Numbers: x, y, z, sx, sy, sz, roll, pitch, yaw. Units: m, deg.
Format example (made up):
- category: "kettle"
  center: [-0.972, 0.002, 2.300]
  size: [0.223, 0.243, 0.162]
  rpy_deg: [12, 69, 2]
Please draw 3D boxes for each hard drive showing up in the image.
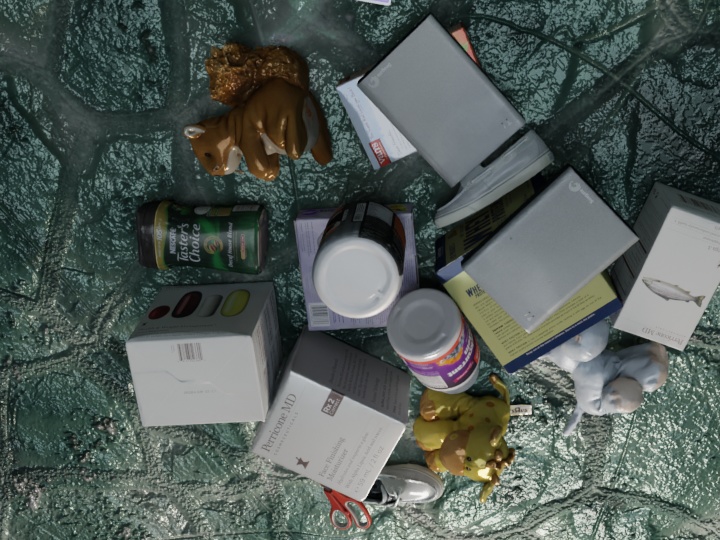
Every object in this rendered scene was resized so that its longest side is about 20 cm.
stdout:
- category: "hard drive"
  center: [0.112, -0.234, 1.285]
  size: [0.139, 0.033, 0.200]
  rpy_deg: [-41, 104, 18]
- category: "hard drive"
  center: [0.257, -0.028, 1.267]
  size: [0.139, 0.033, 0.200]
  rpy_deg: [43, 107, -12]

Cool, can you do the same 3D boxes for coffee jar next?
- category: "coffee jar"
  center: [-0.245, -0.051, 1.425]
  size: [0.198, 0.085, 0.105]
  rpy_deg: [3, 113, 4]

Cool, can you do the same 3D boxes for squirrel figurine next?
- category: "squirrel figurine"
  center: [-0.161, -0.226, 1.338]
  size: [0.185, 0.141, 0.202]
  rpy_deg: [-8, 98, 19]

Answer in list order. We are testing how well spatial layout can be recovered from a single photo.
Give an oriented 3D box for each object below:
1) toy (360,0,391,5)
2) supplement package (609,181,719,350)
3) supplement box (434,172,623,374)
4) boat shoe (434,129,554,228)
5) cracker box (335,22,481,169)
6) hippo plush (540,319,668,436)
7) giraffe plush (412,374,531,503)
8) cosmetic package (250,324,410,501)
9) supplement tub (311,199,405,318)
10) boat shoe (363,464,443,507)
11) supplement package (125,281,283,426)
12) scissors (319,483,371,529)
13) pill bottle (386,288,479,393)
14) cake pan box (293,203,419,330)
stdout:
- category: "toy"
  center: [-0.048, -0.435, 1.269]
  size: [0.198, 0.047, 0.116]
  rpy_deg: [9, 111, 0]
- category: "supplement package"
  center: [0.454, -0.007, 1.366]
  size: [0.116, 0.117, 0.201]
  rpy_deg: [18, 113, -3]
- category: "supplement box"
  center: [0.244, 0.003, 1.378]
  size: [0.199, 0.134, 0.200]
  rpy_deg: [-34, 106, 16]
- category: "boat shoe"
  center: [0.186, -0.137, 1.370]
  size: [0.200, 0.070, 0.072]
  rpy_deg: [-33, 89, 17]
- category: "cracker box"
  center: [0.081, -0.248, 1.330]
  size: [0.199, 0.058, 0.135]
  rpy_deg: [-22, 109, 12]
- category: "hippo plush"
  center: [0.368, 0.131, 1.441]
  size: [0.161, 0.159, 0.200]
  rpy_deg: [52, 151, 3]
- category: "giraffe plush"
  center: [0.182, 0.280, 1.483]
  size: [0.199, 0.162, 0.173]
  rpy_deg: [-19, 109, 13]
- category: "cosmetic package"
  center: [-0.044, 0.224, 1.478]
  size: [0.199, 0.165, 0.166]
  rpy_deg: [25, 111, -5]
- category: "supplement tub"
  center: [0.002, -0.025, 1.301]
  size: [0.121, 0.200, 0.123]
  rpy_deg: [1, 110, 4]
- category: "boat shoe"
  center: [0.041, 0.372, 1.575]
  size: [0.199, 0.072, 0.071]
  rpy_deg: [6, 113, 3]
- category: "supplement package"
  center: [-0.232, 0.124, 1.435]
  size: [0.190, 0.200, 0.148]
  rpy_deg: [-3, 112, 5]
- category: "scissors"
  center: [-0.050, 0.354, 1.537]
  size: [0.073, 0.014, 0.201]
  rpy_deg: [-18, 111, 26]
- category: "pill bottle"
  center: [0.119, 0.116, 1.407]
  size: [0.111, 0.112, 0.200]
  rpy_deg: [-18, 149, 12]
- category: "cake pan box"
  center: [0.000, 0.000, 1.445]
  size: [0.183, 0.052, 0.201]
  rpy_deg: [-4, 112, 9]
